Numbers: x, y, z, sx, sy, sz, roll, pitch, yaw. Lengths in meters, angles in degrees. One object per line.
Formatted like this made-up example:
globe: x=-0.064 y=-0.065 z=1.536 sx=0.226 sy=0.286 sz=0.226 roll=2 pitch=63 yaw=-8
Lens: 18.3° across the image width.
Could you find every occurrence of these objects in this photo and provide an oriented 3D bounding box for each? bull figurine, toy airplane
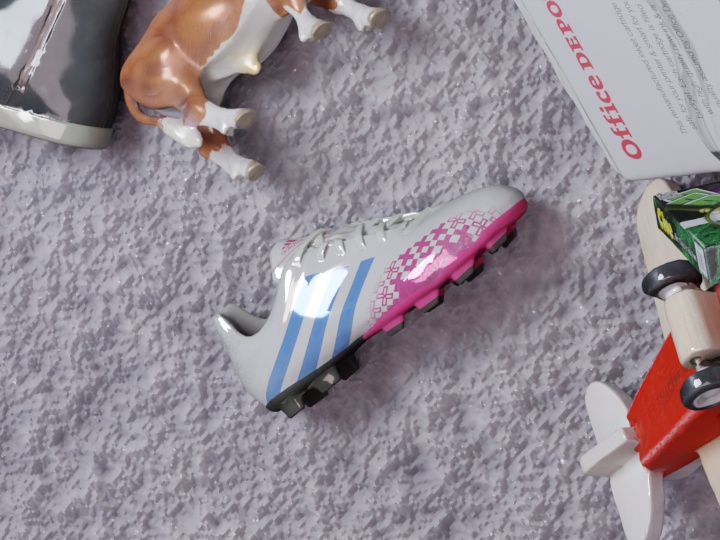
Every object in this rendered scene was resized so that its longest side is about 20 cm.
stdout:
bull figurine: x=-0.059 y=-0.150 z=1.256 sx=0.200 sy=0.065 sz=0.122 roll=-52 pitch=57 yaw=21
toy airplane: x=0.200 y=0.064 z=1.178 sx=0.140 sy=0.199 sz=0.201 roll=-8 pitch=106 yaw=-16

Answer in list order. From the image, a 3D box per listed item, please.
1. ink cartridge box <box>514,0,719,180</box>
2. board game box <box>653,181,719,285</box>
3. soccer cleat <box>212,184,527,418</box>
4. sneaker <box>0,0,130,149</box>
ink cartridge box: x=0.190 y=-0.131 z=1.115 sx=0.200 sy=0.083 sz=0.146 roll=-4 pitch=125 yaw=51
board game box: x=0.251 y=-0.037 z=1.090 sx=0.199 sy=0.105 sz=0.024 roll=-13 pitch=109 yaw=-4
soccer cleat: x=0.000 y=0.000 z=1.263 sx=0.200 sy=0.070 sz=0.086 roll=-39 pitch=86 yaw=17
sneaker: x=-0.231 y=-0.145 z=1.316 sx=0.199 sy=0.075 sz=0.107 roll=14 pitch=96 yaw=5
